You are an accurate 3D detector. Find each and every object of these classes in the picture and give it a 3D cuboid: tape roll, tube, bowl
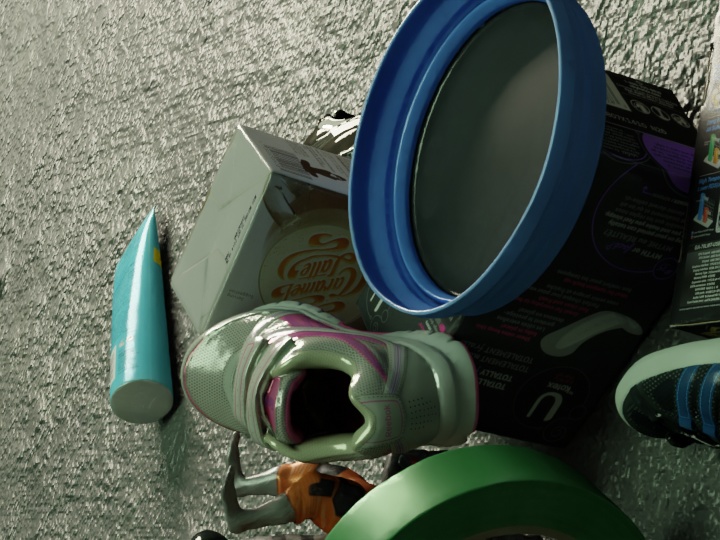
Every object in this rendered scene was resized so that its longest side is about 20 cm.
[{"bbox_3d":[0.062,0.192,1.243,0.201,0.200,0.048,-68,27,11],"label":"tape roll"},{"bbox_3d":[-0.184,0.038,1.948,0.077,0.050,0.200,-49,32,32],"label":"tube"},{"bbox_3d":[0.063,-0.070,1.289,0.201,0.039,0.201,-32,51,50],"label":"bowl"}]

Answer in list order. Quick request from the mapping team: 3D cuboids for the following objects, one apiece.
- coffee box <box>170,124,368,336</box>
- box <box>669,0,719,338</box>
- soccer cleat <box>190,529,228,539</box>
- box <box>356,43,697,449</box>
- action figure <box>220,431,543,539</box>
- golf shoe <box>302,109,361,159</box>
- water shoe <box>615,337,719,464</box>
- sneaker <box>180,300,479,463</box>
[{"bbox_3d":[0.000,0.000,1.459,0.115,0.200,0.080,-65,28,16],"label":"coffee box"},{"bbox_3d":[0.246,-0.068,1.208,0.200,0.050,0.199,-12,65,60],"label":"box"},{"bbox_3d":[-0.072,0.247,1.621,0.081,0.067,0.200,-41,39,18],"label":"soccer cleat"},{"bbox_3d":[0.104,-0.012,1.358,0.200,0.122,0.106,-58,33,27],"label":"box"},{"bbox_3d":[0.010,0.151,1.395,0.200,0.193,0.105,129,156,-82],"label":"action figure"},{"bbox_3d":[-0.022,-0.060,1.688,0.200,0.078,0.095,-22,40,54],"label":"golf shoe"},{"bbox_3d":[0.197,0.076,1.198,0.200,0.071,0.079,-23,58,56],"label":"water shoe"},{"bbox_3d":[-0.034,0.063,1.325,0.200,0.088,0.082,1,98,41],"label":"sneaker"}]
